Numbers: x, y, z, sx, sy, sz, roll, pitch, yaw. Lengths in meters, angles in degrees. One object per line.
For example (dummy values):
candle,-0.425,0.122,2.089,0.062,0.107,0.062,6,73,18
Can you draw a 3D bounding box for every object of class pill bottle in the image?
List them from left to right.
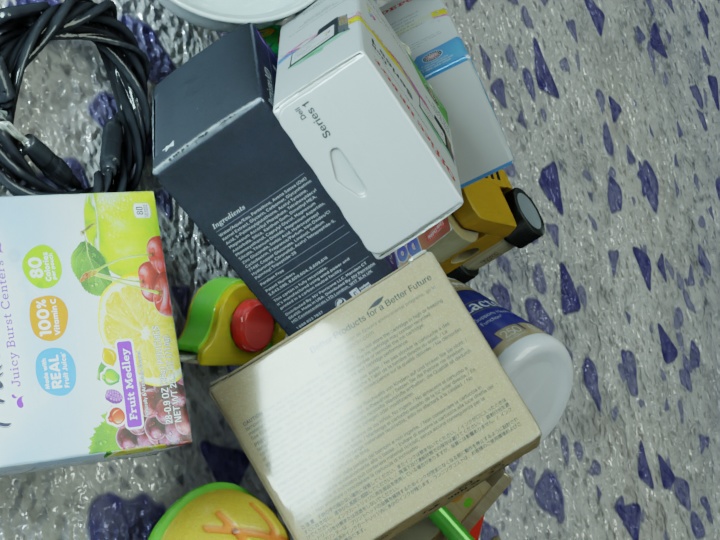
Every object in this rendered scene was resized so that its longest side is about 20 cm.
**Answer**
pill bottle,0.088,0.075,1.391,0.115,0.199,0.117,-21,125,-33

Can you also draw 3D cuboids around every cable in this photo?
cable,-0.210,-0.123,1.144,0.200,0.050,0.165,-25,98,-61

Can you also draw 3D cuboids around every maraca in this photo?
maraca,-0.111,0.244,1.082,0.137,0.106,0.201,47,48,-22

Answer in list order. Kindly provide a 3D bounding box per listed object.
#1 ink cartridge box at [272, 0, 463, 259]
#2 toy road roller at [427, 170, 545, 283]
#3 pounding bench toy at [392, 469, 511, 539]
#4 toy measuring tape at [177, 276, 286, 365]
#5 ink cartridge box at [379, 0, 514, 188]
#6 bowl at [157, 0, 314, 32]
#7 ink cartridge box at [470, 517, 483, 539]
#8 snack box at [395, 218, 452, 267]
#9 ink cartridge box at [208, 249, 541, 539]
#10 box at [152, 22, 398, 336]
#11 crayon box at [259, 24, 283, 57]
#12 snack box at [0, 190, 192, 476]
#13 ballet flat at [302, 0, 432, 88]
ink cartridge box,0.005,-0.123,1.192,0.145,0.083,0.201,54,14,-22
toy road roller,0.083,-0.073,1.554,0.199,0.122,0.147,3,59,-59
pounding bench toy,0.033,0.166,1.240,0.124,0.200,0.156,-47,128,-6
toy measuring tape,-0.128,0.039,1.192,0.199,0.073,0.075,3,73,-50
ink cartridge box,0.051,-0.173,1.476,0.201,0.127,0.126,-104,167,-57
bowl,-0.113,-0.280,1.302,0.090,0.198,0.204,119,-27,-67
ink cartridge box,0.078,0.214,1.473,0.201,0.057,0.163,53,36,-25
snack box,0.000,0.000,1.370,0.200,0.071,0.025,-37,109,-43
ink cartridge box,0.013,0.110,1.152,0.166,0.199,0.075,59,-1,15
box,-0.069,-0.069,1.215,0.201,0.104,0.149,52,13,-31
crayon box,-0.035,-0.117,1.361,0.058,0.119,0.201,-35,113,-14
snack box,-0.217,0.042,0.962,0.198,0.067,0.171,-5,79,-32
ballet flat,0.023,-0.159,1.331,0.202,0.071,0.072,59,33,-17
